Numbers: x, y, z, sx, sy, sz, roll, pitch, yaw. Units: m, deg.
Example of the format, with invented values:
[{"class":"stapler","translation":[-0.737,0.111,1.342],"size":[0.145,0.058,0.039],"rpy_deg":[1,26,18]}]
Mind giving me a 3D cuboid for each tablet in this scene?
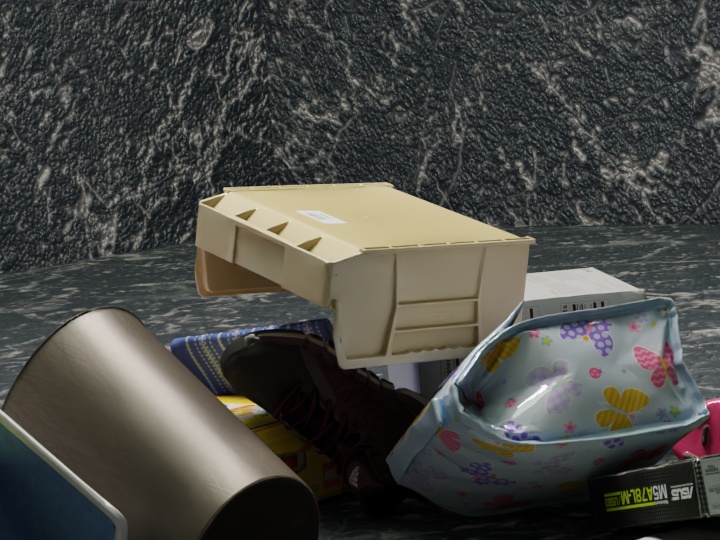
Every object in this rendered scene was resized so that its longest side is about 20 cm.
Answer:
[{"class":"tablet","translation":[-0.226,0.139,1.415],"size":[0.200,0.130,0.014],"rpy_deg":[37,52,21]}]

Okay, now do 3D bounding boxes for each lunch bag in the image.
[{"class":"lunch bag","translation":[0.131,0.103,1.626],"size":[0.200,0.127,0.170],"rpy_deg":[-9,-23,-18]}]

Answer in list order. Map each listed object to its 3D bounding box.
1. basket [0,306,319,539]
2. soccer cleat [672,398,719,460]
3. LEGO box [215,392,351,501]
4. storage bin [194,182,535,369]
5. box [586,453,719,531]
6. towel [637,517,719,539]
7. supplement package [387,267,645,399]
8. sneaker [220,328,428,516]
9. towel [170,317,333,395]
[{"class":"basket","translation":[-0.133,0.145,1.440],"size":[0.136,0.181,0.200],"rpy_deg":[9,16,-48]},{"class":"soccer cleat","translation":[0.346,0.138,1.713],"size":[0.200,0.070,0.086],"rpy_deg":[0,-9,20]},{"class":"LEGO box","translation":[-0.122,0.156,1.771],"size":[0.149,0.077,0.200],"rpy_deg":[1,8,40]},{"class":"storage bin","translation":[0.000,0.000,1.714],"size":[0.198,0.094,0.200],"rpy_deg":[-4,18,-36]},{"class":"box","translation":[0.286,0.147,1.533],"size":[0.200,0.048,0.193],"rpy_deg":[-6,-10,-18]},{"class":"towel","translation":[0.213,0.190,1.435],"size":[0.200,0.031,0.149],"rpy_deg":[-9,8,-35]},{"class":"supplement package","translation":[0.135,0.085,1.914],"size":[0.200,0.147,0.191],"rpy_deg":[-5,6,-7]},{"class":"sneaker","translation":[-0.017,0.125,1.697],"size":[0.200,0.076,0.116],"rpy_deg":[23,37,-21]},{"class":"towel","translation":[-0.063,0.104,1.857],"size":[0.200,0.145,0.024],"rpy_deg":[-9,32,44]}]
